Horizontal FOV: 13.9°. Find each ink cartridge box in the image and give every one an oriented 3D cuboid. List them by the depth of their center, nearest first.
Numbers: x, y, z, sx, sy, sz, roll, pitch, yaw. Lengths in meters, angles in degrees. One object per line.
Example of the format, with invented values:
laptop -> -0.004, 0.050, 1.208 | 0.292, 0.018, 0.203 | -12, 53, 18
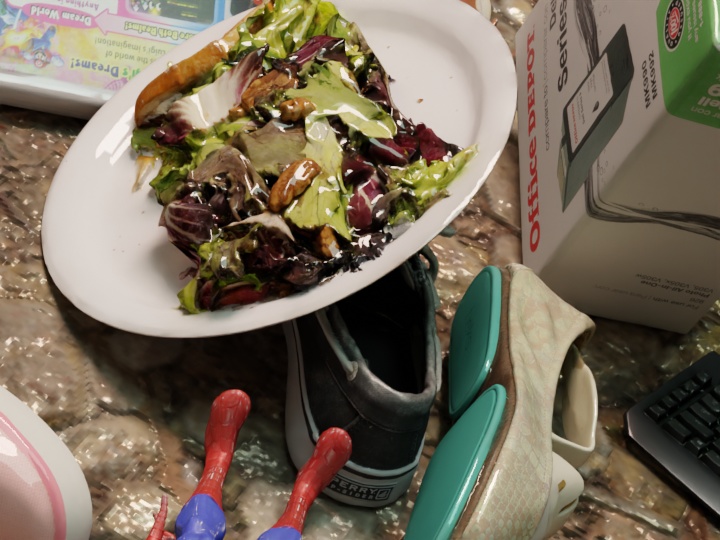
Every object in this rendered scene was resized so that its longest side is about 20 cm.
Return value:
ink cartridge box -> 0.137, -0.086, 1.219 | 0.084, 0.200, 0.147 | 11, 57, -16

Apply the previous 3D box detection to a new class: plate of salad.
plate of salad -> -0.036, -0.053, 1.151 | 0.199, 0.048, 0.201 | -15, 40, 13

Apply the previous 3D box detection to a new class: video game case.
video game case -> -0.095, -0.149, 1.264 | 0.199, 0.024, 0.183 | 10, 71, -20

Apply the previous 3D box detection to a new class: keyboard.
keyboard -> 0.212, 0.100, 1.207 | 0.200, 0.021, 0.127 | 41, 39, 20

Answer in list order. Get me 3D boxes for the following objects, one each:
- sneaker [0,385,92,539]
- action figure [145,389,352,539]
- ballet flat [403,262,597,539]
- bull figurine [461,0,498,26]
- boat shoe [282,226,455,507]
sneaker -> -0.193, 0.062, 0.976 | 0.200, 0.076, 0.105 | 28, 31, 18
action figure -> -0.050, 0.117, 1.017 | 0.065, 0.052, 0.200 | 24, 39, -5
ballet flat -> 0.061, 0.065, 1.129 | 0.062, 0.068, 0.200 | 29, 36, -10
bull figurine -> 0.006, -0.148, 1.361 | 0.200, 0.065, 0.121 | 34, 35, 10
boat shoe -> -0.003, 0.000, 1.168 | 0.073, 0.068, 0.200 | 15, 37, -13
